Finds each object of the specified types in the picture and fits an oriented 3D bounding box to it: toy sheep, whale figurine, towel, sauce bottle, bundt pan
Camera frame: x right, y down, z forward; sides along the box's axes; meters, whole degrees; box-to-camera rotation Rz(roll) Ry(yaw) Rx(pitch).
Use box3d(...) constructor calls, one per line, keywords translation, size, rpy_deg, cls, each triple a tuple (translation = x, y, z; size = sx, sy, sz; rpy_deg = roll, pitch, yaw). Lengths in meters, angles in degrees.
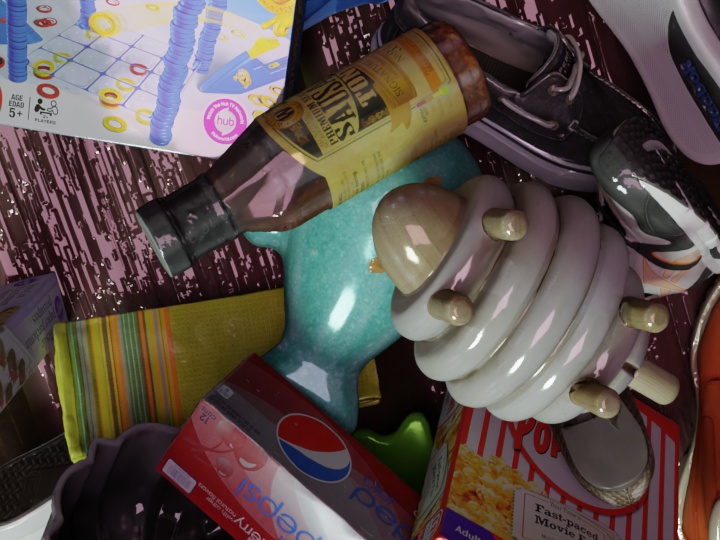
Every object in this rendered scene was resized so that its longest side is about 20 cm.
box3d(translation=(0.090, 0.019, 0.686), size=(0.199, 0.138, 0.138), rpy_deg=(36, 101, -12), cls="toy sheep")
box3d(translation=(0.000, 0.000, 0.772), size=(0.157, 0.104, 0.202), rpy_deg=(27, 86, -3), cls="whale figurine")
box3d(translation=(-0.089, 0.059, 0.807), size=(0.197, 0.018, 0.087), rpy_deg=(-10, 81, -12), cls="towel")
box3d(translation=(-0.025, -0.063, 0.695), size=(0.198, 0.066, 0.067), rpy_deg=(-32, 100, -12), cls="sauce bottle")
box3d(translation=(-0.099, 0.190, 0.732), size=(0.201, 0.202, 0.076), rpy_deg=(36, 122, -5), cls="bundt pan")

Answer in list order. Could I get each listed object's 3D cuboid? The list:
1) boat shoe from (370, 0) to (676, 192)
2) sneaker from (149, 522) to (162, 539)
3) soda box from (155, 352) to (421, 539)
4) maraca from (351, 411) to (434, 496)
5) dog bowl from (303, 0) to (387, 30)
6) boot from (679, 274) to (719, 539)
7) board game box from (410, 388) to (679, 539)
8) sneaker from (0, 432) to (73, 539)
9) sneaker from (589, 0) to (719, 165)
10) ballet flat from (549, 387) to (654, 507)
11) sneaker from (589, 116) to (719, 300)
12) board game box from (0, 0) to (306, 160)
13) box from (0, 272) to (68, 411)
box3d(translation=(0.102, -0.107, 0.762), size=(0.197, 0.071, 0.073), rpy_deg=(20, 58, -7), cls="boat shoe")
box3d(translation=(-0.136, 0.266, 0.820), size=(0.079, 0.116, 0.202), rpy_deg=(-8, 120, -4), cls="sneaker")
box3d(translation=(-0.015, 0.143, 0.737), size=(0.199, 0.070, 0.064), rpy_deg=(41, 119, 6), cls="soda box")
box3d(translation=(0.022, 0.190, 0.824), size=(0.135, 0.107, 0.203), rpy_deg=(21, 102, -2), cls="maraca")
box3d(translation=(-0.045, -0.196, 0.776), size=(0.198, 0.050, 0.113), rpy_deg=(-24, 100, 7), cls="dog bowl")
box3d(translation=(0.243, 0.097, 0.797), size=(0.074, 0.107, 0.203), rpy_deg=(5, 101, 3), cls="boot")
box3d(translation=(0.113, 0.132, 0.758), size=(0.150, 0.201, 0.046), rpy_deg=(30, 126, -8), cls="board game box")
box3d(translation=(-0.147, 0.131, 0.852), size=(0.198, 0.073, 0.085), rpy_deg=(-24, 135, -1), cls="sneaker")
box3d(translation=(0.192, -0.167, 0.753), size=(0.073, 0.111, 0.202), rpy_deg=(-21, 93, 47), cls="sneaker")
box3d(translation=(0.127, 0.051, 0.773), size=(0.067, 0.202, 0.046), rpy_deg=(-24, 143, 8), cls="ballet flat")
box3d(translation=(0.164, -0.022, 0.740), size=(0.079, 0.200, 0.075), rpy_deg=(-29, 63, 17), cls="sneaker")
box3d(translation=(-0.127, -0.173, 0.730), size=(0.197, 0.056, 0.199), rpy_deg=(9, 104, 2), cls="board game box")
box3d(translation=(-0.217, 0.049, 0.758), size=(0.041, 0.200, 0.039), rpy_deg=(-11, 105, 5), cls="box")
